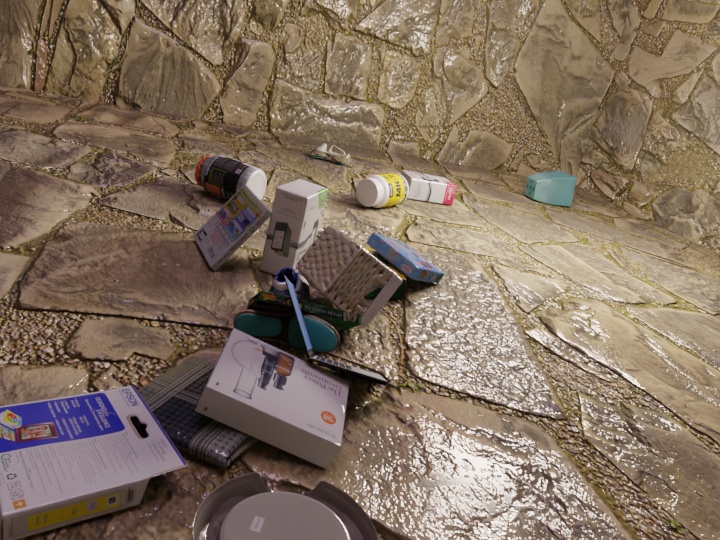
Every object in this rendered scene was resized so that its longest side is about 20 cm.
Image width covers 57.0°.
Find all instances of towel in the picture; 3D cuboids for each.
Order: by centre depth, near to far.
[{"bbox_3d":[-0.221,0.198,0.954,0.190,0.035,0.200,16,21,17],"label":"towel"}]

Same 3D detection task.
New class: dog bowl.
[{"bbox_3d":[-0.081,0.300,0.706,0.197,0.059,0.200,12,19,-4],"label":"dog bowl"}]

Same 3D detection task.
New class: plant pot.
[{"bbox_3d":[0.896,-0.392,3.168,0.197,0.143,0.141,-1,22,-17],"label":"plant pot"}]

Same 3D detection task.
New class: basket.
[{"bbox_3d":[-0.030,0.006,1.364,0.123,0.136,0.200,41,-2,-31],"label":"basket"}]

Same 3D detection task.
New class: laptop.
[{"bbox_3d":[-0.041,0.100,1.090,0.197,0.118,0.187,17,-6,0],"label":"laptop"}]

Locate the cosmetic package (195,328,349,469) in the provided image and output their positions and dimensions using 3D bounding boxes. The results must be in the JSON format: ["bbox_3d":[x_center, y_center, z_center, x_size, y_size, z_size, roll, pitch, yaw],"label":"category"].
[{"bbox_3d":[-0.117,0.178,0.945,0.198,0.052,0.151,26,26,-8],"label":"cosmetic package"}]

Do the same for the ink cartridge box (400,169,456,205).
[{"bbox_3d":[0.263,-0.331,2.650,0.197,0.086,0.145,7,19,-16],"label":"ink cartridge box"}]

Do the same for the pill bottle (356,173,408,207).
[{"bbox_3d":[0.077,-0.282,2.348,0.113,0.116,0.199,24,22,29],"label":"pill bottle"}]

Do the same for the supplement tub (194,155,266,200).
[{"bbox_3d":[-0.394,-0.274,2.007,0.198,0.124,0.122,21,21,20],"label":"supplement tub"}]

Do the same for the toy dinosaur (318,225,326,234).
[{"bbox_3d":[-0.136,-0.081,1.766,0.100,0.059,0.199,-20,27,-32],"label":"toy dinosaur"}]

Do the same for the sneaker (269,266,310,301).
[{"bbox_3d":[-0.141,0.031,1.373,0.074,0.089,0.200,11,18,2],"label":"sneaker"}]

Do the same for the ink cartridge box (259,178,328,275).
[{"bbox_3d":[-0.155,-0.098,1.554,0.083,0.203,0.145,19,20,11],"label":"ink cartridge box"}]

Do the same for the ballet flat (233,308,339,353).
[{"bbox_3d":[-0.132,0.104,1.217,0.197,0.069,0.067,14,3,1],"label":"ballet flat"}]

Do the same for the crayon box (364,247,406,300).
[{"bbox_3d":[0.000,0.000,1.597,0.170,0.059,0.200,6,20,-15],"label":"crayon box"}]

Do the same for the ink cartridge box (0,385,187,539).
[{"bbox_3d":[-0.339,0.217,0.795,0.198,0.048,0.197,-1,22,-38],"label":"ink cartridge box"}]

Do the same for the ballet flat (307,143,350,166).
[{"bbox_3d":[-0.134,-0.520,2.933,0.197,0.076,0.068,16,20,9],"label":"ballet flat"}]

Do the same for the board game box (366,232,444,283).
[{"bbox_3d":[0.115,-0.029,1.656,0.151,0.037,0.199,39,11,23],"label":"board game box"}]

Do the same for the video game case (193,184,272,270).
[{"bbox_3d":[-0.302,-0.105,1.549,0.022,0.182,0.200,46,-1,-34],"label":"video game case"}]

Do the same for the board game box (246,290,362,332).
[{"bbox_3d":[-0.106,0.079,1.242,0.197,0.024,0.105,15,-20,-20],"label":"board game box"}]
